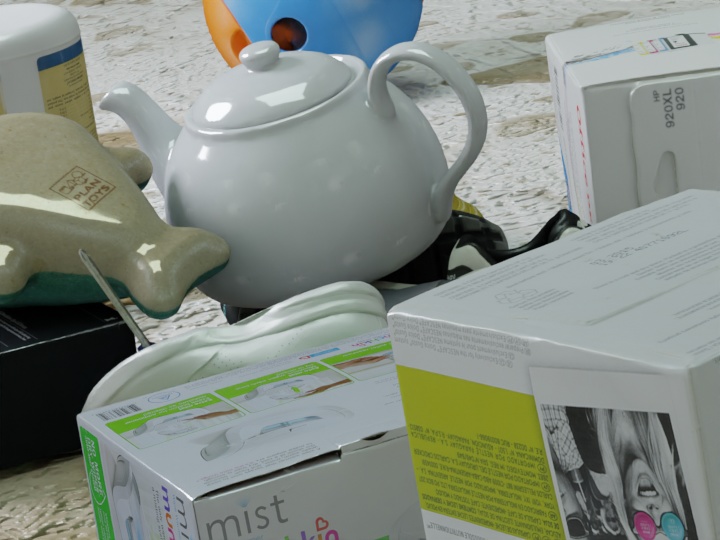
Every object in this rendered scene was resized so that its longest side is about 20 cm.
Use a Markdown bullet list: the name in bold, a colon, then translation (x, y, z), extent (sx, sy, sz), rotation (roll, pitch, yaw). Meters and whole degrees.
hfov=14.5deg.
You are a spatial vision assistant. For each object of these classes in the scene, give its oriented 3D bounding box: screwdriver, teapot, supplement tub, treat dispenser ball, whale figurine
- **screwdriver**: translation (-0.132, 0.040, 1.670), extent (0.028, 0.029, 0.200), rotation (3, -23, 18)
- **teapot**: translation (-0.039, -0.077, 1.796), extent (0.199, 0.147, 0.197), rotation (-21, 23, -13)
- **supplement tub**: translation (-0.263, -0.085, 2.087), extent (0.144, 0.201, 0.145), rotation (-8, 15, 2)
- **treat dispenser ball**: translation (-0.042, -0.250, 2.549), extent (0.200, 0.202, 0.201), rotation (-8, 15, 2)
- **whale figurine**: translation (-0.179, -0.015, 1.746), extent (0.199, 0.104, 0.159), rotation (23, 43, 21)

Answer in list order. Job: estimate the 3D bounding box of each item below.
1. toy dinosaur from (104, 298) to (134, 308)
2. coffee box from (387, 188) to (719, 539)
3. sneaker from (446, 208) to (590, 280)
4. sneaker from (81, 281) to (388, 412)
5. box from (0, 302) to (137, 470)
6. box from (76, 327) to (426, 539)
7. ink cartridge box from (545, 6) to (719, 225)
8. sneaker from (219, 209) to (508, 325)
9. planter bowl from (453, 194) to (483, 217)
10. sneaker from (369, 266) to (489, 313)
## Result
- **toy dinosaur**: translation (-0.218, 0.005, 1.998), extent (0.199, 0.061, 0.106), rotation (12, 6, -23)
- **coffee box**: translation (0.159, 0.091, 1.233), extent (0.199, 0.199, 0.200), rotation (-21, 18, -34)
- **sneaker**: translation (0.150, 0.003, 1.758), extent (0.199, 0.088, 0.076), rotation (-9, 14, -6)
- **sneaker**: translation (-0.071, 0.080, 1.655), extent (0.199, 0.089, 0.075), rotation (-23, -25, 16)
- **box**: translation (-0.236, 0.061, 1.779), extent (0.141, 0.079, 0.200), rotation (-17, 17, -22)
- **box**: translation (-0.021, 0.108, 1.459), extent (0.199, 0.097, 0.176), rotation (-15, 17, -22)
- **ink cartridge box**: translation (0.213, -0.083, 1.916), extent (0.144, 0.148, 0.200), rotation (-9, 16, 0)
- **sneaker**: translation (0.000, 0.000, 1.876), extent (0.199, 0.076, 0.079), rotation (-13, 14, -16)
- **planter bowl**: translation (-0.001, -0.040, 2.001), extent (0.199, 0.084, 0.200), rotation (-8, 16, 2)
- **sneaker**: translation (0.029, 0.053, 1.699), extent (0.106, 0.075, 0.200), rotation (-28, 15, -39)
